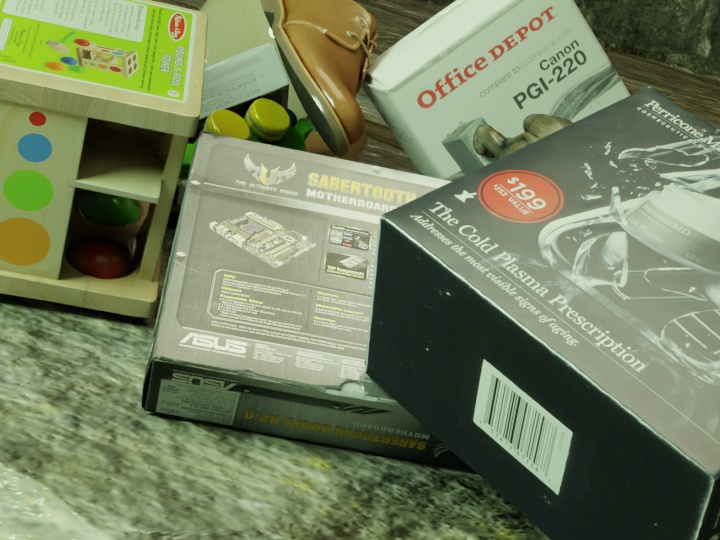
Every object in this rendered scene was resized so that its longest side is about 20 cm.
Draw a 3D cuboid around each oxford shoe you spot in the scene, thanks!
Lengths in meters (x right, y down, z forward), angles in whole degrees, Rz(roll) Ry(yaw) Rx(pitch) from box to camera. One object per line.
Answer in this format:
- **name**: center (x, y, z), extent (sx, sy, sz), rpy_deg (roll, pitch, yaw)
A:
- **oxford shoe**: center (-0.019, -0.149, 1.079), extent (0.071, 0.071, 0.200), rpy_deg (-20, 39, 2)

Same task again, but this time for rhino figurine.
- **rhino figurine**: center (0.166, -0.033, 1.045), extent (0.200, 0.060, 0.087), rpy_deg (39, 1, -18)

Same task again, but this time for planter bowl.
- **planter bowl**: center (-0.089, -0.197, 1.505), extent (0.135, 0.200, 0.200), rpy_deg (-16, 16, 1)

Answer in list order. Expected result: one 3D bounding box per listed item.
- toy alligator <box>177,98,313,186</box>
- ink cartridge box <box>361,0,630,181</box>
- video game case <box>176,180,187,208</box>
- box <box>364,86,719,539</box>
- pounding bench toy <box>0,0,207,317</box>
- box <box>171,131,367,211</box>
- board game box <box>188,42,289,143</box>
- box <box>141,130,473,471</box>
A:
- **toy alligator**: center (-0.062, -0.080, 1.088), extent (0.054, 0.059, 0.200), rpy_deg (51, 39, 14)
- **ink cartridge box**: center (0.115, -0.094, 1.110), extent (0.200, 0.146, 0.085), rpy_deg (55, -4, -18)
- **video game case**: center (0.006, -0.016, 0.960), extent (0.200, 0.017, 0.143), rpy_deg (0, 27, -30)
- **box**: center (0.135, 0.030, 0.728), extent (0.182, 0.104, 0.200), rpy_deg (-26, 50, -32)
- **pounding bench toy**: center (-0.168, -0.088, 0.952), extent (0.124, 0.156, 0.200), rpy_deg (11, 35, -11)
- **box**: center (-0.088, -0.078, 1.224), extent (0.163, 0.021, 0.200), rpy_deg (-8, 13, 10)
- **board game box**: center (-0.116, -0.116, 1.166), extent (0.126, 0.035, 0.200), rpy_deg (-22, 1, -3)
- **box**: center (-0.002, 0.015, 0.829), extent (0.200, 0.048, 0.158), rpy_deg (11, 49, -6)
